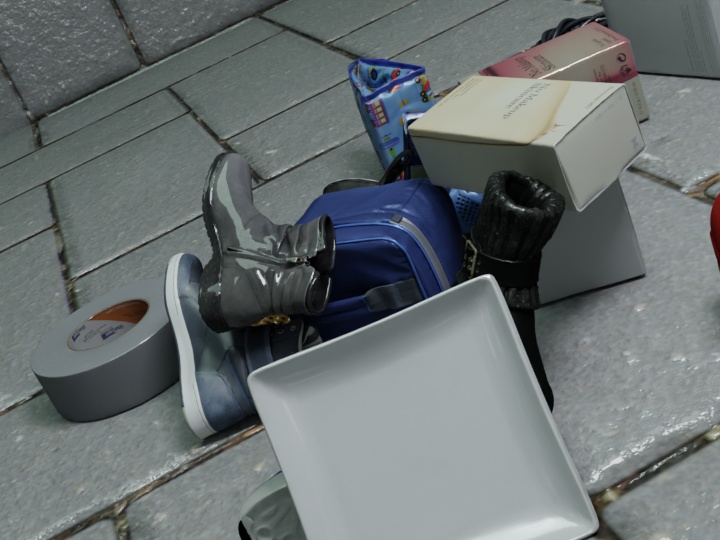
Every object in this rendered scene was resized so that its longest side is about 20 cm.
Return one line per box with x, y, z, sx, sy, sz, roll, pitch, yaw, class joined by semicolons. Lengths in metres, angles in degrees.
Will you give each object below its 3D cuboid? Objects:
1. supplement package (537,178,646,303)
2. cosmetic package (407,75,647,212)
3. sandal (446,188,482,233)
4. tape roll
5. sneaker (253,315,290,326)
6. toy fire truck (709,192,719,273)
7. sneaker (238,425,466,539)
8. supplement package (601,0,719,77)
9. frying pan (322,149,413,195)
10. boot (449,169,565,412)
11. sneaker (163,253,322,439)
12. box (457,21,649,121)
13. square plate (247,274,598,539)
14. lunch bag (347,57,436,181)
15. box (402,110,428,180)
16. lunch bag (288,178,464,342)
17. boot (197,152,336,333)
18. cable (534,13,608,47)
0.204;-0.075;1.075;0.119;0.122;0.200;-17;25;14;supplement package
0.150;-0.123;0.984;0.103;0.073;0.200;-41;30;-23;cosmetic package
0.060;-0.045;1.211;0.199;0.080;0.087;-17;36;26;sandal
-0.281;0.089;1.244;0.199;0.066;0.200;-19;25;9;tape roll
-0.127;0.036;1.221;0.090;0.075;0.200;-28;19;29;sneaker
0.356;-0.058;0.809;0.175;0.201;0.129;-16;25;16;toy fire truck
-0.001;0.152;0.867;0.199;0.081;0.147;-24;16;6;sneaker
0.435;-0.335;1.398;0.117;0.118;0.200;-33;26;-18;supplement package
0.033;-0.087;1.266;0.190;0.115;0.031;-14;59;49;frying pan
0.124;0.023;0.854;0.079;0.158;0.211;14;27;-23;boot
-0.117;0.055;1.076;0.146;0.077;0.203;-21;63;10;sneaker
0.242;-0.219;1.345;0.199;0.109;0.128;-23;25;1;box
0.042;0.130;0.769;0.199;0.199;0.028;-23;-11;3;square plate
0.036;-0.204;1.448;0.094;0.151;0.200;-27;25;-10;lunch bag
0.109;-0.143;1.214;0.121;0.200;0.033;-8;69;0;box
0.000;0.000;1.086;0.199;0.136;0.132;-9;28;33;lunch bag
-0.084;-0.036;1.033;0.131;0.070;0.201;-13;64;21;boot
0.332;-0.335;1.570;0.200;0.051;0.163;-36;27;-26;cable
